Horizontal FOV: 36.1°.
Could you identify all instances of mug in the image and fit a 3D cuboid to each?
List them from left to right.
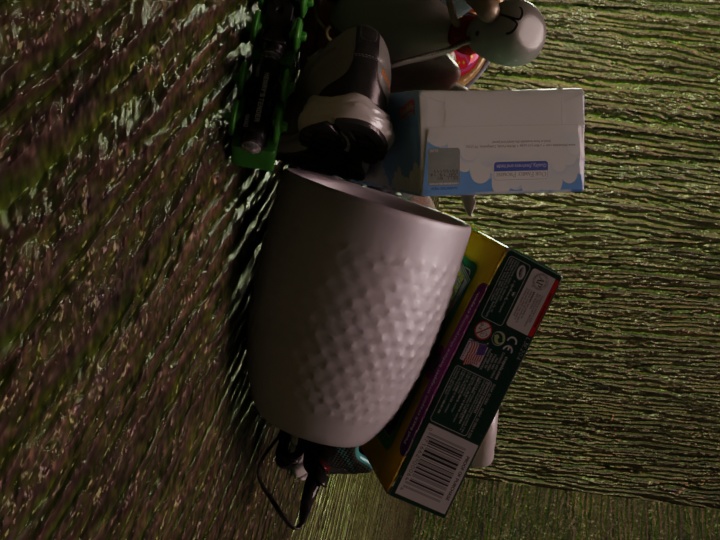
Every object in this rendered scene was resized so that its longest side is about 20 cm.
[{"bbox_3d":[-0.010,0.028,0.842,0.200,0.145,0.179,-70,177,-83],"label":"mug"}]

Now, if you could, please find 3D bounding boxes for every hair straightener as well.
[{"bbox_3d":[-0.039,0.119,0.934,0.041,0.076,0.203,46,51,-48],"label":"hair straightener"}]

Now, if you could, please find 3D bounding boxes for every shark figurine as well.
[{"bbox_3d":[0.049,-0.134,0.974,0.090,0.127,0.215,-52,153,-6],"label":"shark figurine"}]

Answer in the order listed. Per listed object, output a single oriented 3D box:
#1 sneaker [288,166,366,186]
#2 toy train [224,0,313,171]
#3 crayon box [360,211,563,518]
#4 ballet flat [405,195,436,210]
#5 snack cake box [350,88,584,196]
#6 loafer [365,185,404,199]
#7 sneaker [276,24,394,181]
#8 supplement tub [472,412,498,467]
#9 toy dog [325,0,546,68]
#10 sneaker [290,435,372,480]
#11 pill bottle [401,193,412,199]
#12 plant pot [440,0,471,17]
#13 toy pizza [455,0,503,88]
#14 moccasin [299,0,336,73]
[{"bbox_3d":[-0.010,-0.093,0.965,0.201,0.086,0.076,-74,168,-56],"label":"sneaker"},{"bbox_3d":[-0.056,-0.159,0.747,0.057,0.041,0.203,103,-4,-63],"label":"toy train"},{"bbox_3d":[0.066,0.067,0.886,0.203,0.058,0.173,-64,-165,5],"label":"crayon box"},{"bbox_3d":[0.062,0.032,1.027,0.067,0.067,0.204,-9,110,-45],"label":"ballet flat"},{"bbox_3d":[0.066,-0.092,0.783,0.200,0.113,0.069,-152,-121,-75],"label":"snack cake box"},{"bbox_3d":[0.000,0.000,0.992,0.073,0.072,0.201,-42,172,-30],"label":"loafer"},{"bbox_3d":[-0.017,-0.111,0.764,0.200,0.073,0.081,165,-64,-74],"label":"sneaker"},{"bbox_3d":[0.047,0.129,1.153,0.132,0.196,0.135,5,90,-82],"label":"supplement tub"},{"bbox_3d":[0.033,-0.188,0.783,0.096,0.198,0.134,30,59,-40],"label":"toy dog"},{"bbox_3d":[-0.019,0.116,1.046,0.078,0.089,0.203,-76,169,-52],"label":"sneaker"},{"bbox_3d":[0.017,-0.039,1.138,0.201,0.110,0.114,83,14,-62],"label":"pill bottle"},{"bbox_3d":[0.091,-0.349,0.820,0.195,0.198,0.199,27,60,-37],"label":"plant pot"},{"bbox_3d":[0.053,-0.243,0.994,0.032,0.197,0.204,-147,-122,-62],"label":"toy pizza"},{"bbox_3d":[-0.006,-0.205,0.906,0.078,0.072,0.206,177,-80,-72],"label":"moccasin"}]
